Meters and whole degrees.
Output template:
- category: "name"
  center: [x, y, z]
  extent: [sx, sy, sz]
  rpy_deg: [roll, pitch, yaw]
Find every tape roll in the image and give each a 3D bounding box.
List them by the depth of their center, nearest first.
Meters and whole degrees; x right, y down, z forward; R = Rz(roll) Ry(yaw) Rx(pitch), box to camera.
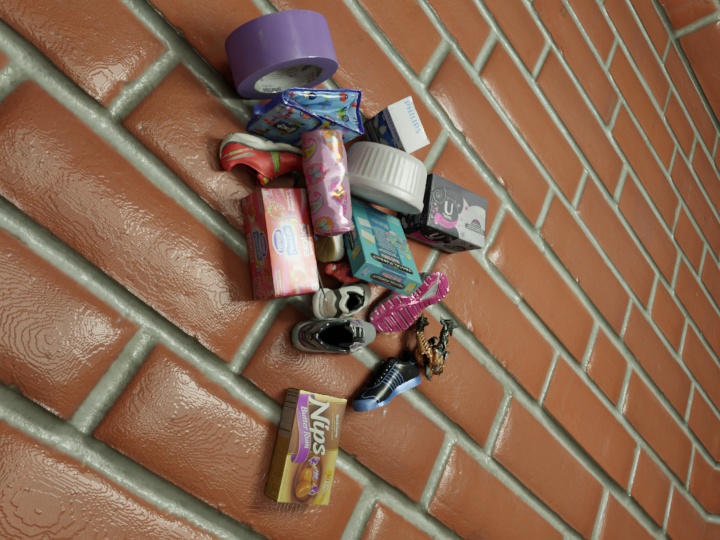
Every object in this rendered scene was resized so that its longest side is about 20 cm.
- category: "tape roll"
  center: [-0.146, -0.398, 0.985]
  extent: [0.199, 0.199, 0.086]
  rpy_deg: [-18, 94, -37]

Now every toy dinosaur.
- category: "toy dinosaur"
  center: [0.164, 0.174, 1.186]
  extent: [0.101, 0.200, 0.137]
  rpy_deg: [13, 69, 5]

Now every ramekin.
- category: "ramekin"
  center: [0.046, -0.194, 1.094]
  extent: [0.201, 0.202, 0.095]
  rpy_deg: [18, 90, -34]

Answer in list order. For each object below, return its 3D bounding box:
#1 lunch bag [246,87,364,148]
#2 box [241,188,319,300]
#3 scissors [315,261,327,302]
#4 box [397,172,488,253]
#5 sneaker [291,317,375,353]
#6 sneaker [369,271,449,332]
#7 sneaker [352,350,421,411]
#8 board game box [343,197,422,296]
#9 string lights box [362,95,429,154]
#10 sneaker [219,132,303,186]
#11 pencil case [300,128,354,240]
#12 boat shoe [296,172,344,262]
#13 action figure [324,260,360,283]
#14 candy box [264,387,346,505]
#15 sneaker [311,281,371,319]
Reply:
- category: "lunch bag"
  center: [-0.116, -0.301, 1.025]
  extent: [0.198, 0.150, 0.095]
  rpy_deg: [0, 84, -37]
- category: "box"
  center: [-0.153, -0.049, 1.000]
  extent: [0.099, 0.095, 0.202]
  rpy_deg: [-6, 88, -36]
- category: "scissors"
  center: [-0.097, -0.025, 1.031]
  extent: [0.014, 0.073, 0.202]
  rpy_deg: [-7, 74, -28]
- category: "box"
  center: [0.199, -0.130, 1.263]
  extent: [0.199, 0.114, 0.134]
  rpy_deg: [17, 74, -34]
- category: "sneaker"
  center: [-0.023, 0.133, 1.046]
  extent: [0.198, 0.139, 0.079]
  rpy_deg: [-2, 86, -36]
- category: "sneaker"
  center: [0.103, 0.070, 1.190]
  extent: [0.199, 0.088, 0.082]
  rpy_deg: [-30, 105, -13]
- category: "sneaker"
  center: [0.052, 0.237, 1.140]
  extent: [0.199, 0.070, 0.079]
  rpy_deg: [-18, 92, -44]
- category: "board game box"
  center: [0.037, -0.053, 1.110]
  extent: [0.150, 0.047, 0.201]
  rpy_deg: [21, 38, -33]
- category: "string lights box"
  center: [0.070, -0.294, 1.131]
  extent: [0.059, 0.200, 0.104]
  rpy_deg: [-27, 100, -11]
- category: "sneaker"
  center: [-0.175, -0.203, 1.023]
  extent: [0.198, 0.077, 0.086]
  rpy_deg: [8, 86, -22]
- category: "pencil case"
  center: [-0.062, -0.163, 0.994]
  extent: [0.087, 0.087, 0.202]
  rpy_deg: [-13, 97, -37]
- category: "boat shoe"
  center: [-0.079, -0.114, 1.090]
  extent: [0.069, 0.070, 0.202]
  rpy_deg: [1, 75, -63]
- category: "action figure"
  center: [0.000, 0.000, 1.111]
  extent: [0.199, 0.065, 0.052]
  rpy_deg: [-1, 118, -47]
- category: "candy box"
  center: [-0.102, 0.338, 1.015]
  extent: [0.116, 0.056, 0.202]
  rpy_deg: [21, 73, -33]
- category: "sneaker"
  center: [-0.017, 0.064, 1.067]
  extent: [0.200, 0.079, 0.075]
  rpy_deg: [-15, 102, -63]
